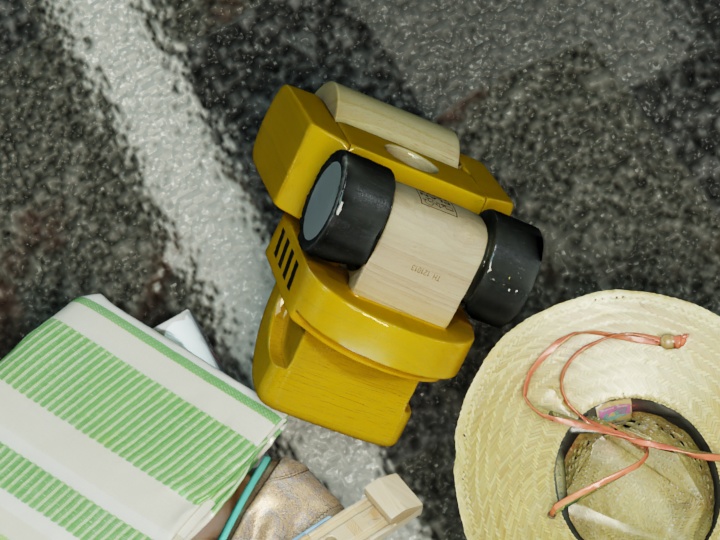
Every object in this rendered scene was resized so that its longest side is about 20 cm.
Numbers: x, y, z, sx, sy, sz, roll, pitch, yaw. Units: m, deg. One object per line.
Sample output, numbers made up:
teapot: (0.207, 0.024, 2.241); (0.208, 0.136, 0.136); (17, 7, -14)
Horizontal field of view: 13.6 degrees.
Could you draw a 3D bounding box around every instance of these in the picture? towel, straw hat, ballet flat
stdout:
towel: (-0.152, 0.111, 1.566); (0.152, 0.023, 0.200); (31, 61, 18)
straw hat: (0.143, 0.117, 1.546); (0.200, 0.085, 0.202); (-2, 63, 4)
ballet flat: (-0.070, 0.189, 1.548); (0.067, 0.068, 0.200); (33, 76, 1)

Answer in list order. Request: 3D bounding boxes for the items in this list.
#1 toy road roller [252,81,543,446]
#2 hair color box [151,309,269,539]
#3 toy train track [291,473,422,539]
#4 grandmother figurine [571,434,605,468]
toy road roller: (0.000, 0.000, 1.604); (0.123, 0.200, 0.146); (21, 107, -19)
hair color box: (-0.088, 0.134, 1.632); (0.099, 0.061, 0.200); (-28, 75, -1)
toy train track: (-0.054, 0.157, 1.503); (0.200, 0.033, 0.115); (-31, 62, -22)
grandmother figurine: (0.148, 0.175, 1.605); (0.121, 0.061, 0.201); (-28, 76, 27)
